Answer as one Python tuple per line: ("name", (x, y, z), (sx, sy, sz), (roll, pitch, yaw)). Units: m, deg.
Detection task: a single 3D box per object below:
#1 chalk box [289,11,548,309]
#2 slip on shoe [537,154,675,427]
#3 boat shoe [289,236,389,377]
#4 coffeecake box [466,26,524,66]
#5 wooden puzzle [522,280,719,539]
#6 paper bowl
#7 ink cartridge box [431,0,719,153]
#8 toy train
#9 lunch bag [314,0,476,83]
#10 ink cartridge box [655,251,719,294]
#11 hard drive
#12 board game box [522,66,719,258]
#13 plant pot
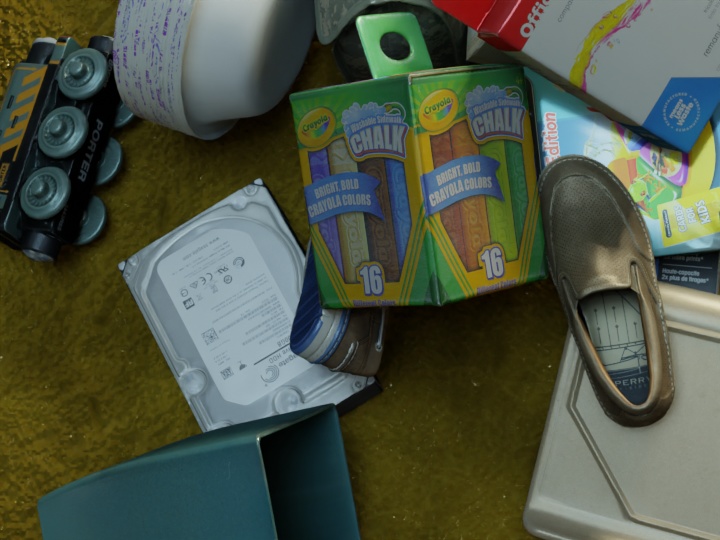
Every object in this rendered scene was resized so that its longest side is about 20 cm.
("chalk box", (0.040, -0.082, 1.115), (0.124, 0.124, 0.201), (-1, 100, 46))
("slip on shoe", (0.170, 0.011, 1.108), (0.076, 0.061, 0.201), (-13, 79, 11))
("boat shoe", (0.000, 0.000, 1.219), (0.072, 0.072, 0.200), (31, 50, -19))
("coffeecake box", (0.169, -0.253, 1.235), (0.153, 0.073, 0.201), (9, 72, -15))
("wooden puzzle", (0.226, 0.113, 1.131), (0.184, 0.037, 0.201), (14, 85, 15))
("paper bowl", (-0.102, -0.201, 1.244), (0.104, 0.201, 0.201), (21, 78, 16))
("ink cartridge box", (0.162, -0.180, 1.083), (0.200, 0.067, 0.116), (29, 94, -12))
("toy train", (-0.259, -0.105, 1.317), (0.114, 0.085, 0.201), (8, 74, 25))
("lunch bag", (0.024, -0.239, 1.229), (0.117, 0.200, 0.165), (-5, 73, 11))
("ink cartridge box", (0.221, 0.013, 1.193), (0.094, 0.037, 0.201), (4, 72, 14))
("hard drive", (-0.089, 0.044, 1.252), (0.139, 0.038, 0.200), (-30, 70, 2))
("board game box", (0.191, -0.081, 1.167), (0.199, 0.047, 0.152), (-7, 87, 12))
("plant pot", (-0.121, 0.187, 1.144), (0.199, 0.141, 0.142), (-9, 91, 21))
